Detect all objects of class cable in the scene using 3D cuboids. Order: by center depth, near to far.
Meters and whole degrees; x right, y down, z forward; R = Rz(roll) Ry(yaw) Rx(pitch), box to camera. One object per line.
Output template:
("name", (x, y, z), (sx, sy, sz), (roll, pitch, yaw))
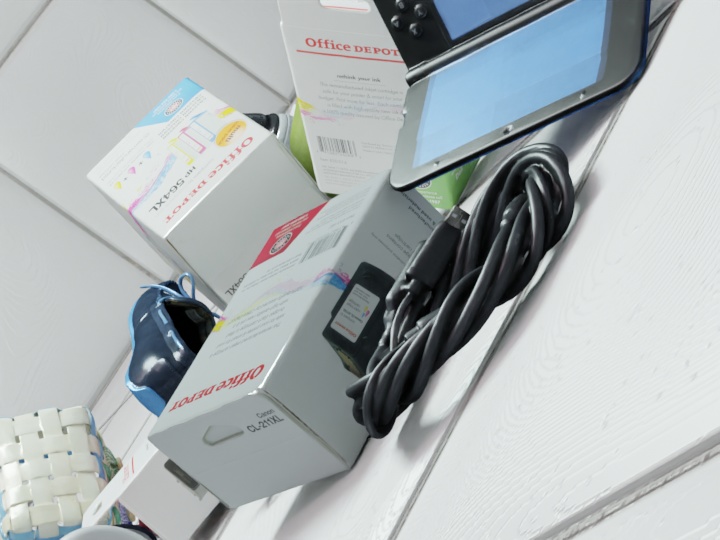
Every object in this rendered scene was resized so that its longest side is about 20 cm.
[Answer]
("cable", (0.060, 0.016, 1.215), (0.200, 0.051, 0.163), (-56, 12, -31))

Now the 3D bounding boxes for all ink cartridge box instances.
("ink cartridge box", (-0.034, 0.047, 1.394), (0.146, 0.083, 0.200), (-24, 29, 50))
("ink cartridge box", (0.014, -0.147, 1.550), (0.067, 0.117, 0.200), (-59, -31, -41))
("ink cartridge box", (-0.133, 0.148, 1.678), (0.200, 0.067, 0.116), (-50, 7, -1))
("ink cartridge box", (-0.114, -0.054, 1.771), (0.129, 0.125, 0.200), (-46, 34, -7))

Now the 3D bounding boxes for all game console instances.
("game console", (0.081, -0.173, 1.349), (0.200, 0.171, 0.118), (-24, 6, 32))

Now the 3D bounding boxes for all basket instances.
("basket", (-0.269, 0.228, 1.846), (0.200, 0.139, 0.177), (107, 152, -51))

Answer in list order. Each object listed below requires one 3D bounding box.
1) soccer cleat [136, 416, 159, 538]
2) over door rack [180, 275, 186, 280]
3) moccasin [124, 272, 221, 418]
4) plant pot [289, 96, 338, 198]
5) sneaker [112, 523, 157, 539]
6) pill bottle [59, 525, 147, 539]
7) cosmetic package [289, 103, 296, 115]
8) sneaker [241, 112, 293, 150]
("soccer cleat", (-0.148, 0.166, 1.815), (0.200, 0.076, 0.067), (111, 150, -43))
("over door rack", (-0.130, 0.031, 1.921), (0.148, 0.066, 0.200), (-93, 16, -48))
("moccasin", (-0.140, 0.056, 1.692), (0.068, 0.080, 0.200), (-43, 22, 13))
("plant pot", (0.024, -0.156, 1.734), (0.200, 0.200, 0.190), (-62, -1, -46))
("sneaker", (-0.234, 0.289, 1.726), (0.200, 0.070, 0.109), (-44, 15, 22))
("pill bottle", (-0.213, 0.272, 1.517), (0.200, 0.112, 0.112), (-47, 10, 47))
("cosmetic package", (-0.058, -0.054, 1.975), (0.200, 0.051, 0.151), (-106, 38, -68))
("sneaker", (-0.137, -0.078, 1.973), (0.076, 0.113, 0.200), (-88, 19, -50))
